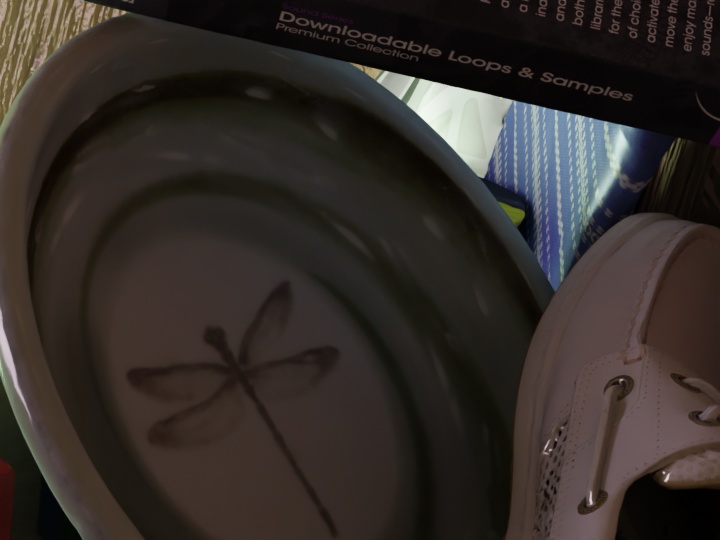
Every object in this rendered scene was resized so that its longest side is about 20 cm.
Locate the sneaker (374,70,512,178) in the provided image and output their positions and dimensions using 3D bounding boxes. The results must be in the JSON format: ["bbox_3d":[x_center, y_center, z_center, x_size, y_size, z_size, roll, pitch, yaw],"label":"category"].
[{"bbox_3d":[0.074,-0.080,0.947,0.201,0.076,0.115,-62,37,17],"label":"sneaker"}]

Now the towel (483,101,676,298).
[{"bbox_3d":[0.062,-0.021,0.785,0.145,0.024,0.200,-87,11,-47],"label":"towel"}]

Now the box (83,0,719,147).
[{"bbox_3d":[0.036,-0.114,0.677,0.036,0.199,0.143,116,166,-61],"label":"box"}]

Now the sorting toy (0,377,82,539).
[{"bbox_3d":[-0.095,0.102,0.752,0.070,0.200,0.199,37,130,37],"label":"sorting toy"}]

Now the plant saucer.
[{"bbox_3d":[-0.022,0.030,0.655,0.050,0.200,0.200,-36,33,38],"label":"plant saucer"}]

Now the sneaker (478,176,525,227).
[{"bbox_3d":[0.000,0.000,0.851,0.200,0.074,0.082,-126,45,-80],"label":"sneaker"}]

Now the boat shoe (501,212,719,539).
[{"bbox_3d":[0.075,0.061,0.630,0.069,0.071,0.200,-21,36,41],"label":"boat shoe"}]
